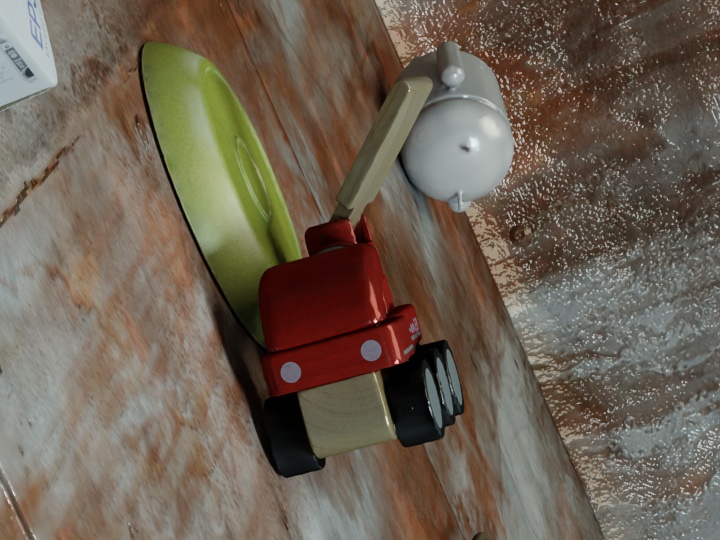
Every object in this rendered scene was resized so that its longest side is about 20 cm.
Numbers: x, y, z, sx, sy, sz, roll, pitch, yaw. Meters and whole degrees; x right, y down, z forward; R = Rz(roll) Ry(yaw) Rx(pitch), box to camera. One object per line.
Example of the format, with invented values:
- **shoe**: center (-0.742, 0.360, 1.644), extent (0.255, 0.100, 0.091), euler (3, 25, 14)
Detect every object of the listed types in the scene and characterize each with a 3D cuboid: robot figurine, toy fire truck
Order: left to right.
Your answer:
- **toy fire truck**: center (0.000, 0.000, 1.505), extent (0.176, 0.128, 0.201), euler (-24, 99, -81)
- **robot figurine**: center (0.091, -0.144, 2.608), extent (0.200, 0.112, 0.170), euler (-100, -179, -55)

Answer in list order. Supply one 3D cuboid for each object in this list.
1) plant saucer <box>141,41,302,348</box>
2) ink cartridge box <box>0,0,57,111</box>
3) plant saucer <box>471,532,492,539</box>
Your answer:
- **plant saucer**: center (-0.076, -0.050, 1.574), extent (0.200, 0.031, 0.201), euler (-23, 90, -81)
- **ink cartridge box**: center (-0.201, -0.198, 1.117), extent (0.200, 0.040, 0.201), euler (55, 15, -57)
- **plant saucer**: center (0.114, 0.291, 1.921), extent (0.200, 0.029, 0.201), euler (-23, 90, -81)
